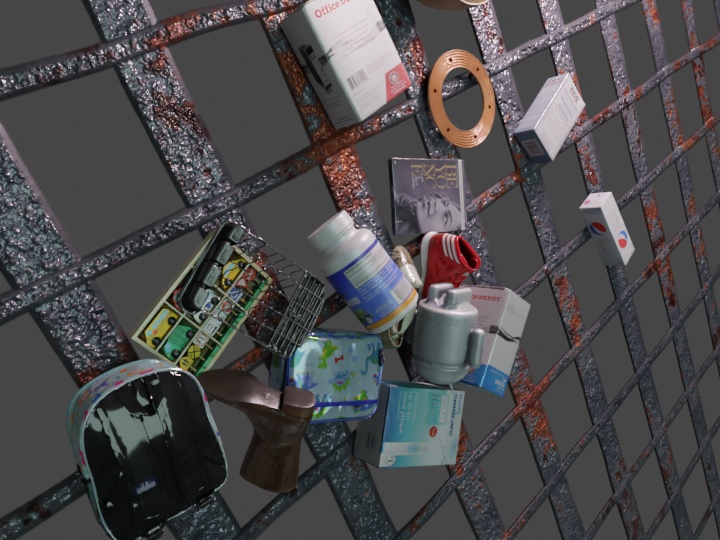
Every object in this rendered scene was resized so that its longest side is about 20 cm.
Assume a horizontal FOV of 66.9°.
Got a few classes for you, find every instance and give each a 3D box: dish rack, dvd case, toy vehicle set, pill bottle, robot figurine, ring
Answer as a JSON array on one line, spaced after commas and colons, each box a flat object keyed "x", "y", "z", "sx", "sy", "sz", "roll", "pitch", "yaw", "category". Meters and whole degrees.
[{"x": -0.154, "y": 0.035, "z": 0.830, "sx": 0.200, "sy": 0.054, "sz": 0.154, "roll": 35, "pitch": 73, "yaw": -27, "category": "dish rack"}, {"x": 0.141, "y": -0.151, "z": 1.104, "sx": 0.199, "sy": 0.016, "sz": 0.150, "roll": -7, "pitch": 95, "yaw": -36, "category": "dvd case"}, {"x": -0.236, "y": 0.054, "z": 0.828, "sx": 0.124, "sy": 0.026, "sz": 0.200, "roll": 44, "pitch": 67, "yaw": -29, "category": "toy vehicle set"}, {"x": 0.000, "y": 0.000, "z": 0.938, "sx": 0.112, "sy": 0.112, "sz": 0.200, "roll": -43, "pitch": 101, "yaw": -27, "category": "pill bottle"}, {"x": 0.156, "y": 0.125, "z": 1.019, "sx": 0.113, "sy": 0.169, "sz": 0.201, "roll": -4, "pitch": 104, "yaw": -42, "category": "robot figurine"}, {"x": 0.211, "y": -0.359, "z": 1.148, "sx": 0.200, "sy": 0.019, "sz": 0.202, "roll": -2, "pitch": 93, "yaw": -37, "category": "ring"}]

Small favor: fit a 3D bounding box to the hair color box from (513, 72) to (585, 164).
[{"x": 0.452, "y": -0.361, "z": 1.298, "sx": 0.099, "sy": 0.061, "sz": 0.200, "roll": 47, "pitch": 66, "yaw": -28, "category": "hair color box"}]

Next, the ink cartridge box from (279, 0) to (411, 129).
[{"x": -0.022, "y": -0.371, "z": 0.936, "sx": 0.147, "sy": 0.083, "sz": 0.200, "roll": -42, "pitch": 115, "yaw": -28, "category": "ink cartridge box"}]

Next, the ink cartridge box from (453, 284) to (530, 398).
[{"x": 0.240, "y": 0.138, "z": 1.107, "sx": 0.084, "sy": 0.144, "sz": 0.201, "roll": 30, "pitch": 75, "yaw": -34, "category": "ink cartridge box"}]

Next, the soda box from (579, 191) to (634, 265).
[{"x": 0.661, "y": -0.108, "z": 1.457, "sx": 0.068, "sy": 0.064, "sz": 0.200, "roll": -46, "pitch": 117, "yaw": -25, "category": "soda box"}]

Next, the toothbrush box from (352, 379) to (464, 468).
[{"x": 0.096, "y": 0.291, "z": 1.044, "sx": 0.199, "sy": 0.085, "sz": 0.147, "roll": 13, "pitch": 83, "yaw": -37, "category": "toothbrush box"}]

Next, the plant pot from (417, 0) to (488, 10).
[{"x": 0.151, "y": -0.579, "z": 1.024, "sx": 0.200, "sy": 0.134, "sz": 0.201, "roll": -1, "pitch": 92, "yaw": -35, "category": "plant pot"}]

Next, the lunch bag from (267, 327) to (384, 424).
[{"x": -0.055, "y": 0.181, "z": 0.934, "sx": 0.199, "sy": 0.082, "sz": 0.162, "roll": 8, "pitch": 89, "yaw": -35, "category": "lunch bag"}]

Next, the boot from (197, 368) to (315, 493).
[{"x": -0.173, "y": 0.257, "z": 0.846, "sx": 0.186, "sy": 0.064, "sz": 0.201, "roll": 16, "pitch": 120, "yaw": -1, "category": "boot"}]

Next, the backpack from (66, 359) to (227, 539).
[{"x": -0.286, "y": 0.220, "z": 0.721, "sx": 0.177, "sy": 0.150, "sz": 0.201, "roll": -23, "pitch": 112, "yaw": -36, "category": "backpack"}]

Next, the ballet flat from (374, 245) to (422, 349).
[{"x": 0.079, "y": 0.052, "z": 1.029, "sx": 0.068, "sy": 0.075, "sz": 0.201, "roll": 19, "pitch": 80, "yaw": -36, "category": "ballet flat"}]

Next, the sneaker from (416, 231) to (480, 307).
[{"x": 0.174, "y": 0.026, "z": 1.069, "sx": 0.078, "sy": 0.115, "sz": 0.201, "roll": -15, "pitch": 104, "yaw": -35, "category": "sneaker"}]
